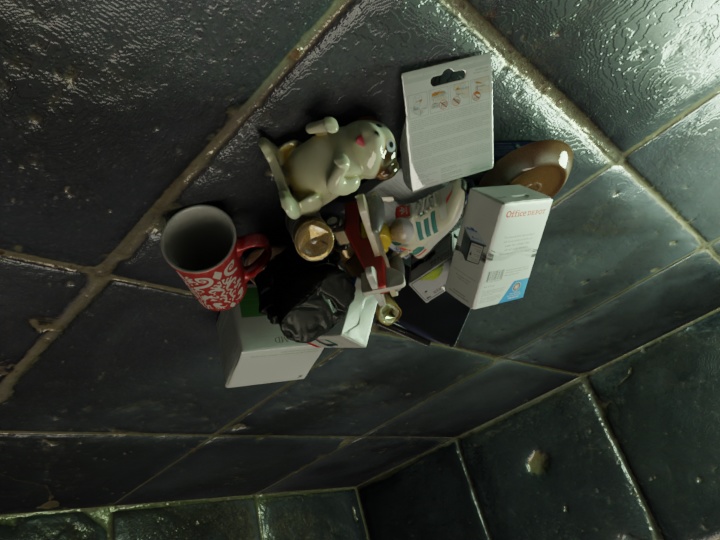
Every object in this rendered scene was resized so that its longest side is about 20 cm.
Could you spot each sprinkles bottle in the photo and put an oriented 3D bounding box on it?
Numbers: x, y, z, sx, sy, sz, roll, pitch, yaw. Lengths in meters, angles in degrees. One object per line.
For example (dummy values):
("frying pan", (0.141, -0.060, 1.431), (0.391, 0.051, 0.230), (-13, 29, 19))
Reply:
("sprinkles bottle", (-0.093, -0.072, 1.044), (0.067, 0.200, 0.069), (-3, 106, -11))

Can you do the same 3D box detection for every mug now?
("mug", (-0.261, -0.005, 1.108), (0.175, 0.135, 0.201), (18, 154, 8))

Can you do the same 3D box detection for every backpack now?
("backpack", (-0.107, 0.039, 1.066), (0.166, 0.200, 0.128), (-37, 120, -12))

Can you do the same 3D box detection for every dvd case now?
("dvd case", (0.068, 0.129, 1.400), (0.141, 0.018, 0.200), (24, 178, -18))

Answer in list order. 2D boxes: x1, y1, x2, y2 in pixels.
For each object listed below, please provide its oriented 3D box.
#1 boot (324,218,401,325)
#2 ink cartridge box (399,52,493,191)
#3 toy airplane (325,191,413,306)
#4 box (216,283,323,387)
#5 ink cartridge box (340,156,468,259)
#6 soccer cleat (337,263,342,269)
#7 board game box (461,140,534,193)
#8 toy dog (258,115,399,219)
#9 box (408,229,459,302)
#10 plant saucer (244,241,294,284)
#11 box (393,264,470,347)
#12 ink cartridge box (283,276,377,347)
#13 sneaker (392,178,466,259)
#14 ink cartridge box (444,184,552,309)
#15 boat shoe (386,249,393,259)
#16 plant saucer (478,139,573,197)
("boot", (0.000, 0.000, 1.200), (0.066, 0.201, 0.175), (-37, 150, 9))
("ink cartridge box", (0.142, -0.248, 0.992), (0.158, 0.047, 0.203), (-17, 123, -11))
("toy airplane", (0.036, -0.042, 1.049), (0.140, 0.201, 0.200), (-27, -176, -4))
("box", (-0.211, 0.145, 1.360), (0.196, 0.174, 0.201), (-2, 150, -25))
("ink cartridge box", (0.097, -0.123, 1.152), (0.199, 0.044, 0.195), (-29, 132, 36))
("soccer cleat", (-0.056, 0.025, 1.358), (0.200, 0.085, 0.069), (40, 84, -37))
("board game box", (0.238, -0.167, 1.195), (0.197, 0.062, 0.201), (-6, 148, -21))
("toy dog", (-0.034, -0.170, 0.968), (0.197, 0.141, 0.194), (-24, 158, 9))
("box", (0.165, -0.039, 1.231), (0.116, 0.201, 0.060), (-34, 115, 29))
("plant saucer", (-0.139, -0.003, 1.225), (0.197, 0.037, 0.202), (7, 145, 5))
("box", (0.146, 0.082, 1.353), (0.196, 0.125, 0.200), (23, 176, 10))
("ink cartridge box", (-0.060, 0.085, 1.154), (0.067, 0.118, 0.199), (28, 158, -33))
("sneaker", (0.116, -0.100, 1.088), (0.092, 0.071, 0.200), (20, 141, -15))
("ink cartridge box", (0.249, -0.045, 1.075), (0.145, 0.086, 0.203), (-9, 119, -37))
("boat shoe", (0.036, 0.014, 1.312), (0.072, 0.063, 0.201), (28, 98, -38))
("plant saucer", (0.323, -0.167, 1.144), (0.197, 0.037, 0.201), (-14, 150, -8))
